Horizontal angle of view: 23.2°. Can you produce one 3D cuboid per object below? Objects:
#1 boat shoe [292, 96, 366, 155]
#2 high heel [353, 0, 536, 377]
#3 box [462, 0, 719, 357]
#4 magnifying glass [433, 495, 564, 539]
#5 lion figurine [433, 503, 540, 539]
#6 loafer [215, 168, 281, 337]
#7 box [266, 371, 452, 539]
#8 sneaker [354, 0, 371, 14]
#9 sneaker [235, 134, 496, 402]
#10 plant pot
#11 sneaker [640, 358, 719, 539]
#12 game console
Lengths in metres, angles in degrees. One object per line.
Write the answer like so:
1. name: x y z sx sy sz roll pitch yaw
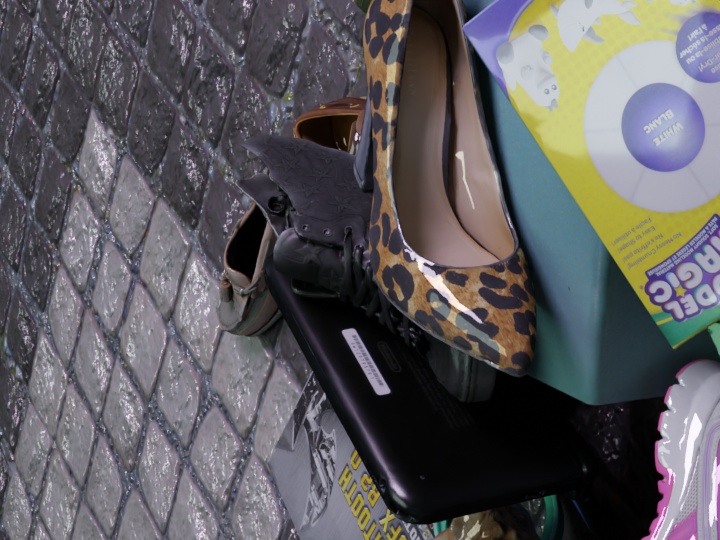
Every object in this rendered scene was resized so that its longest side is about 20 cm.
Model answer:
1. boat shoe: 0.023 -0.071 1.147 0.199 0.067 0.073 26 112 55
2. high heel: 0.046 -0.056 0.855 0.201 0.071 0.144 -120 31 -44
3. box: 0.145 -0.058 0.767 0.117 0.048 0.201 -36 87 33
4. magnifying glass: 0.070 0.107 1.090 0.079 0.022 0.201 -24 51 9
5. lion figurine: 0.063 0.208 0.942 0.200 0.072 0.124 -56 -41 -67
6. loafer: -0.075 -0.022 1.311 0.201 0.062 0.072 -55 47 43
7. box: 0.015 0.154 1.185 0.159 0.048 0.201 -62 42 38
8. sneaker: 0.057 -0.156 1.088 0.199 0.067 0.091 -2 84 55
9. sneaker: 0.000 -0.002 0.942 0.201 0.103 0.060 -108 19 -44
10. plant pot: 0.135 -0.042 0.906 0.141 0.140 0.203 24 114 55
11. sneaker: 0.183 0.144 0.851 0.087 0.081 0.202 4 77 39
12. game console: 0.049 0.082 0.993 0.201 0.174 0.117 58 146 39
